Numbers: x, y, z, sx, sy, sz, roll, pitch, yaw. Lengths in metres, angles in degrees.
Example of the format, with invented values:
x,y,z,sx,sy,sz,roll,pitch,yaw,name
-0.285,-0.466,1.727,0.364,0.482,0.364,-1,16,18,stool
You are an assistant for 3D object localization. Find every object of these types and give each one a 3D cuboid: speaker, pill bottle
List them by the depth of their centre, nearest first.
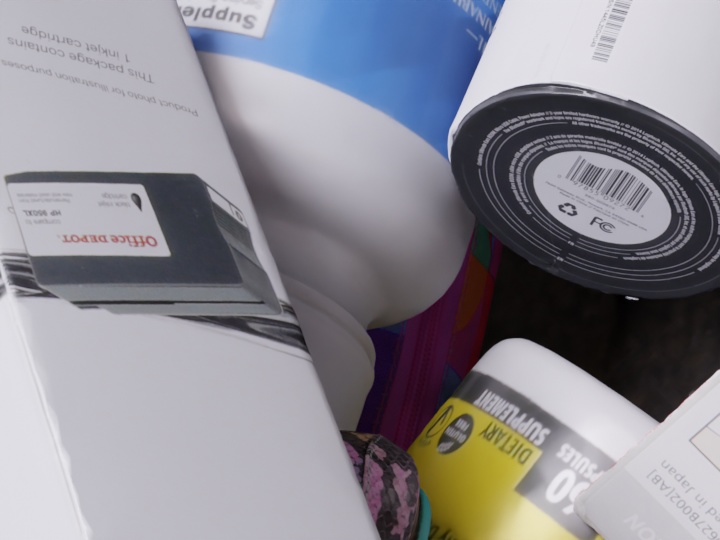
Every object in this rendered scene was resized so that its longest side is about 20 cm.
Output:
x,y,z,sx,sy,sz,roll,pitch,yaw,name
0.019,0.126,0.748,0.111,0.111,0.200,33,82,38,pill bottle
0.090,-0.096,0.756,0.081,0.081,0.201,2,52,30,speaker
-0.015,-0.053,0.767,0.112,0.112,0.201,4,66,30,pill bottle

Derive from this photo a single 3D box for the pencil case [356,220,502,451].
x,y,z,sx,sy,sz,roll,pitch,yaw,name
0.000,0.000,0.848,0.088,0.088,0.201,2,67,30,pencil case

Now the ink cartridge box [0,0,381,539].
x,y,z,sx,sy,sz,roll,pitch,yaw,name
-0.084,0.041,0.650,0.145,0.084,0.201,-50,46,33,ink cartridge box

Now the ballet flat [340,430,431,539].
x,y,z,sx,sy,sz,roll,pitch,yaw,name
-0.058,0.074,0.739,0.200,0.071,0.069,-32,32,54,ballet flat

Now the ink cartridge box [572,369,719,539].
x,y,z,sx,sy,sz,roll,pitch,yaw,name
0.170,0.043,0.662,0.161,0.050,0.200,45,125,0,ink cartridge box
